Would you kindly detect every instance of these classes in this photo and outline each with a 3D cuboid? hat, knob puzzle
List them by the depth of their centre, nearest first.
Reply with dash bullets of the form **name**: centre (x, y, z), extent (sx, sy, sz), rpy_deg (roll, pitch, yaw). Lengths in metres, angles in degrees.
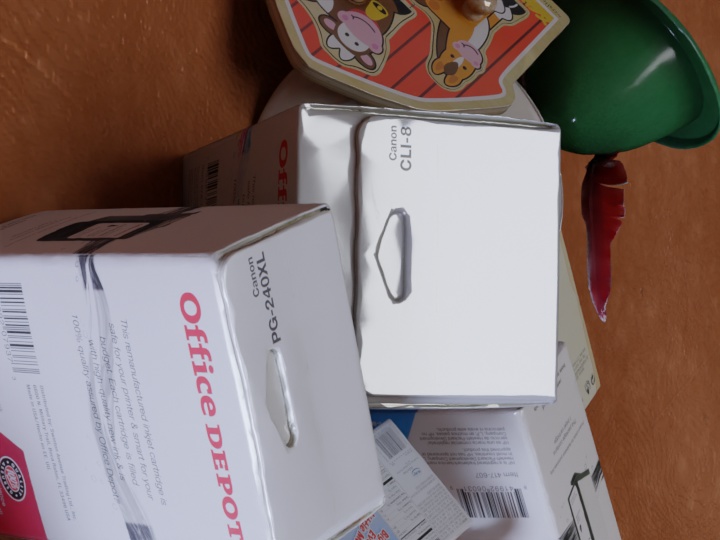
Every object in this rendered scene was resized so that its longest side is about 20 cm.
- **knob puzzle**: centre (0.022, -0.171, 1.148), extent (0.219, 0.030, 0.221), rpy_deg (17, 52, -23)
- **hat**: centre (0.122, -0.089, 1.251), extent (0.176, 0.200, 0.166), rpy_deg (-44, 103, -14)

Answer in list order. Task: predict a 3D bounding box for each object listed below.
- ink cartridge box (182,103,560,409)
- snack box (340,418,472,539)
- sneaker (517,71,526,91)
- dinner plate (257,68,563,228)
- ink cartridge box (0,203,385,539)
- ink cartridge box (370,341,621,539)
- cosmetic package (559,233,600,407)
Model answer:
- **ink cartridge box**: centre (0.000, 0.000, 1.009), extent (0.144, 0.200, 0.146), rpy_deg (2, 86, -20)
- **snack box**: centre (-0.014, 0.137, 0.943), extent (0.072, 0.024, 0.200), rpy_deg (52, 32, 6)
- **sneaker**: centre (0.068, -0.134, 1.296), extent (0.200, 0.075, 0.077), rpy_deg (33, 42, -54)
- **dinner plate**: centre (0.031, -0.049, 1.146), extent (0.199, 0.024, 0.201), rpy_deg (2, 82, -17)
- **ink cartridge box**: centre (-0.095, 0.050, 0.886), extent (0.083, 0.199, 0.146), rpy_deg (-25, 110, -47)
- **ink cartridge box**: centre (0.076, 0.152, 1.204), extent (0.084, 0.145, 0.201), rpy_deg (-48, 128, -50)
- **cosmetic package**: centre (0.080, 0.007, 1.261), extent (0.073, 0.103, 0.201), rpy_deg (-44, 125, -52)
